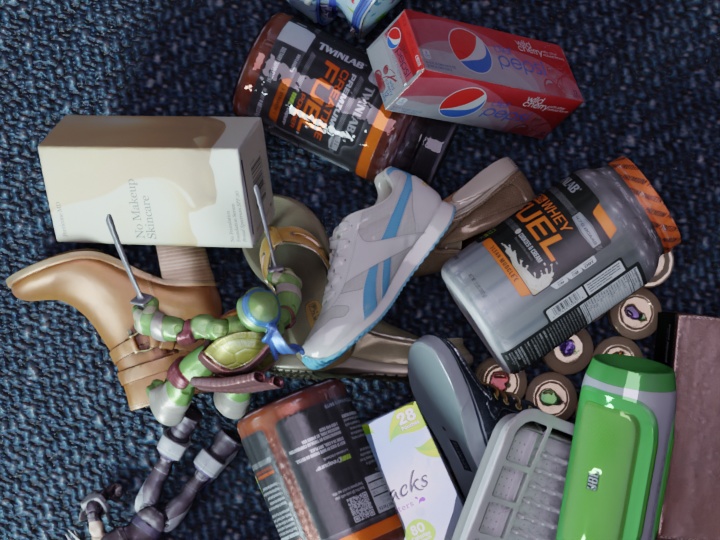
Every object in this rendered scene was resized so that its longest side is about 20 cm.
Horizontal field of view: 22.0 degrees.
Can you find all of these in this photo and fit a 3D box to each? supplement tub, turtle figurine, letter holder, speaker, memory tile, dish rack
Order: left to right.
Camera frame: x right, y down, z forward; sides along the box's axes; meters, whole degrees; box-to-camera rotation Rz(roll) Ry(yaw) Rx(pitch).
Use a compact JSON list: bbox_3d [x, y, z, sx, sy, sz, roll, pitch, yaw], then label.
[{"bbox_3d":[-0.129,0.039,1.638,0.200,0.195,0.144,41,49,11],"label":"turtle figurine"},{"bbox_3d":[-0.027,0.204,1.627,0.106,0.107,0.202,-22,83,0],"label":"supplement tub"},{"bbox_3d":[-0.011,-0.152,1.711,0.198,0.107,0.108,25,87,4],"label":"supplement tub"},{"bbox_3d":[0.161,0.218,1.666,0.199,0.043,0.173,23,87,-41],"label":"dish rack"},{"bbox_3d":[0.183,-0.008,1.676,0.199,0.123,0.123,-35,85,-1],"label":"supplement tub"},{"bbox_3d":[0.202,0.049,1.740,0.152,0.017,0.202,18,86,3],"label":"memory tile"},{"bbox_3d":[0.223,0.179,1.623,0.087,0.088,0.202,9,99,3],"label":"speaker"},{"bbox_3d":[0.338,0.145,1.681,0.140,0.101,0.202,6,90,0],"label":"letter holder"}]

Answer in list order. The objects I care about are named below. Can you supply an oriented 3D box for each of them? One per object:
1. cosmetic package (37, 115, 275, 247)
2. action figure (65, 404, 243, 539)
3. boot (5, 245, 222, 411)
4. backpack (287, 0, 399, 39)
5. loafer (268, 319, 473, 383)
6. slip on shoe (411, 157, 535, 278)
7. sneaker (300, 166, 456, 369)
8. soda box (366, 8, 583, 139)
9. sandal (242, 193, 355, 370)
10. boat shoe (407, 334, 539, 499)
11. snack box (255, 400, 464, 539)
[{"bbox_3d":[-0.186,-0.083,1.696,0.198,0.071,0.106,0,119,17],"label":"cosmetic package"},{"bbox_3d":[-0.188,0.226,1.720,0.130,0.069,0.201,35,91,-3],"label":"action figure"},{"bbox_3d":[-0.227,0.054,1.731,0.198,0.074,0.157,-9,89,4],"label":"boot"},{"bbox_3d":[-0.002,-0.319,1.680,0.147,0.200,0.183,39,86,8],"label":"backpack"},{"bbox_3d":[0.006,0.066,1.716,0.198,0.076,0.069,1,82,5],"label":"loafer"},{"bbox_3d":[0.076,-0.026,1.725,0.199,0.076,0.061,-35,82,-8],"label":"slip on shoe"},{"bbox_3d":[0.000,0.000,1.637,0.081,0.077,0.201,37,69,-4],"label":"sneaker"},{"bbox_3d":[0.105,-0.175,1.672,0.063,0.199,0.071,-43,54,40],"label":"soda box"},{"bbox_3d":[-0.061,0.001,1.703,0.080,0.054,0.201,-28,56,5],"label":"sandal"},{"bbox_3d":[0.113,0.126,1.679,0.091,0.071,0.202,-36,119,-26],"label":"boat shoe"},{"bbox_3d":[0.018,0.245,1.708,0.167,0.068,0.202,-25,83,1],"label":"snack box"}]
